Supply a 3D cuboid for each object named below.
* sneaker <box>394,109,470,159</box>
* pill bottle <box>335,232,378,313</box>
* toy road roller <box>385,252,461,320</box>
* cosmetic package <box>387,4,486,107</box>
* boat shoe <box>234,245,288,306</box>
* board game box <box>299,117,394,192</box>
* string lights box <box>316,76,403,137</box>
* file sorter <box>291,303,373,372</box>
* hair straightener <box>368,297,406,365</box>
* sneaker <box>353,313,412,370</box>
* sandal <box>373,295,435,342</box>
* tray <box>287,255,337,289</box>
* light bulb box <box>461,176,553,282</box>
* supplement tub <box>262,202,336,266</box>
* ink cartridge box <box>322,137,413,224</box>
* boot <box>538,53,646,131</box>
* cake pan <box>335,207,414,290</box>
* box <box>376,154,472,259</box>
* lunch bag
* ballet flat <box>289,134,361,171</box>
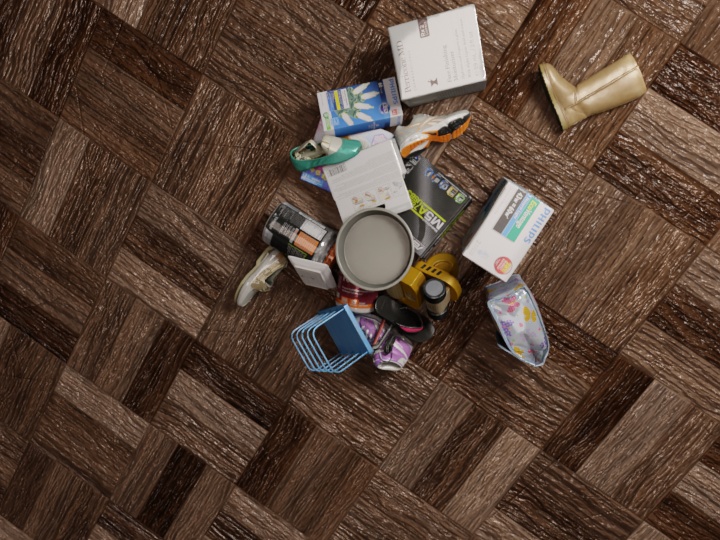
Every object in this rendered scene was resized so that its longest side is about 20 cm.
[{"bbox_3d":[0.174,-0.361,1.388,0.198,0.076,0.093,-24,65,-3],"label":"sneaker"},{"bbox_3d":[0.000,0.000,1.477,0.112,0.114,0.203,10,103,9],"label":"pill bottle"},{"bbox_3d":[0.168,0.019,1.446,0.198,0.123,0.147,25,66,26],"label":"toy road roller"},{"bbox_3d":[0.182,-0.493,1.313,0.197,0.165,0.168,-10,98,13],"label":"cosmetic package"},{"bbox_3d":[-0.277,0.028,1.559,0.068,0.075,0.201,38,105,7],"label":"boat shoe"},{"bbox_3d":[-0.034,-0.295,1.461,0.198,0.041,0.202,23,105,6],"label":"board game box"},{"bbox_3d":[-0.001,-0.400,1.391,0.197,0.059,0.104,-12,81,0],"label":"string lights box"},{"bbox_3d":[-0.083,0.186,1.473,0.122,0.199,0.140,-32,95,-25],"label":"file sorter"},{"bbox_3d":[0.081,0.165,1.473,0.076,0.201,0.041,26,147,2],"label":"hair straightener"},{"bbox_3d":[0.039,0.193,1.503,0.198,0.115,0.073,28,135,5],"label":"sneaker"},{"bbox_3d":[0.121,0.128,1.467,0.199,0.076,0.045,31,153,-25],"label":"sandal"},{"bbox_3d":[-0.125,0.012,1.469,0.106,0.200,0.022,14,74,9],"label":"tray"},{"bbox_3d":[0.343,-0.104,1.343,0.124,0.200,0.200,31,105,3],"label":"light bulb box"},{"bbox_3d":[-0.149,-0.081,1.487,0.198,0.123,0.124,32,106,3],"label":"supplement tub"},{"bbox_3d":[0.023,-0.213,1.410,0.197,0.044,0.176,-17,100,24],"label":"ink cartridge box"},{"bbox_3d":[0.535,-0.445,1.309,0.198,0.066,0.177,-26,108,16],"label":"boot"},{"bbox_3d":[0.037,-0.052,1.382,0.197,0.037,0.204,0,91,13],"label":"cake pan"},{"bbox_3d":[0.146,-0.165,1.411,0.200,0.047,0.194,43,94,16],"label":"box"},{"bbox_3d":[0.390,0.131,1.398,0.126,0.170,0.202,-25,96,14],"label":"lunch bag"},{"bbox_3d":[-0.095,-0.297,1.393,0.197,0.068,0.070,-10,144,29],"label":"ballet flat"}]
